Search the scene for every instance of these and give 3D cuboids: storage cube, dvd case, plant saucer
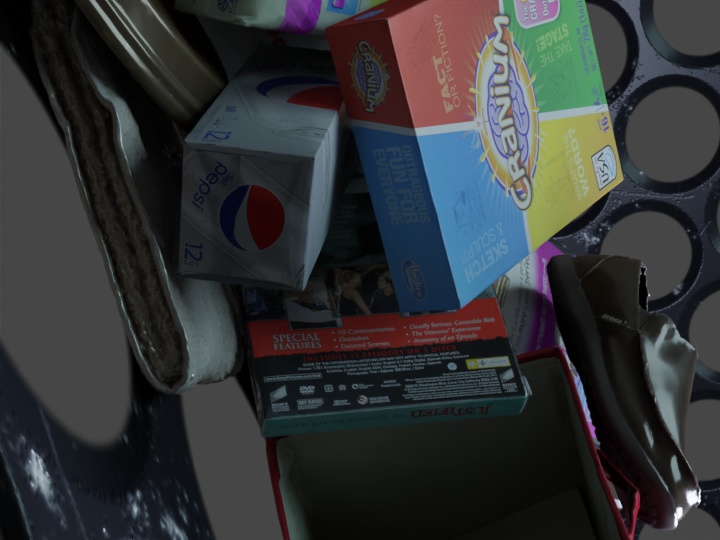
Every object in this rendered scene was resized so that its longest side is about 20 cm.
[{"bbox_3d":[0.064,0.182,0.840,0.181,0.198,0.172,71,4,-45],"label":"storage cube"},{"bbox_3d":[0.000,0.000,0.845,0.022,0.144,0.202,102,-21,-50],"label":"dvd case"},{"bbox_3d":[-0.125,-0.155,0.776,0.201,0.029,0.200,56,6,-9],"label":"plant saucer"}]

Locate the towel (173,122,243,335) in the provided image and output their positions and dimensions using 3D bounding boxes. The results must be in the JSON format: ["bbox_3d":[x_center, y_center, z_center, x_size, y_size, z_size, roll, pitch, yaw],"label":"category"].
[{"bbox_3d":[-0.103,-0.071,0.939,0.149,0.030,0.202,-97,163,-68],"label":"towel"}]

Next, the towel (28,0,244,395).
[{"bbox_3d":[-0.107,-0.038,0.762,0.132,0.034,0.202,3,67,-82],"label":"towel"}]

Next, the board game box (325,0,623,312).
[{"bbox_3d":[0.070,-0.086,0.829,0.200,0.040,0.155,-35,115,-48],"label":"board game box"}]

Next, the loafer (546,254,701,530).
[{"bbox_3d":[0.161,0.056,0.871,0.073,0.070,0.201,71,4,-46],"label":"loafer"}]

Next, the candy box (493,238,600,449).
[{"bbox_3d":[0.072,0.024,0.954,0.199,0.061,0.137,35,45,-23],"label":"candy box"}]

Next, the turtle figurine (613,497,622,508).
[{"bbox_3d":[0.105,0.218,1.146,0.199,0.145,0.193,26,4,31],"label":"turtle figurine"}]

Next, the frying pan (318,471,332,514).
[{"bbox_3d":[-0.036,0.066,0.913,0.116,0.031,0.192,-95,175,-51],"label":"frying pan"}]

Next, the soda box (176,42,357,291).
[{"bbox_3d":[-0.041,-0.060,0.775,0.200,0.063,0.069,-71,167,-68],"label":"soda box"}]

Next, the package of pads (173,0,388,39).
[{"bbox_3d":[-0.004,-0.202,0.814,0.199,0.068,0.156,-1,105,-54],"label":"package of pads"}]

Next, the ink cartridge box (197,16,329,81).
[{"bbox_3d":[-0.023,-0.211,0.916,0.084,0.199,0.148,21,-50,44],"label":"ink cartridge box"}]
